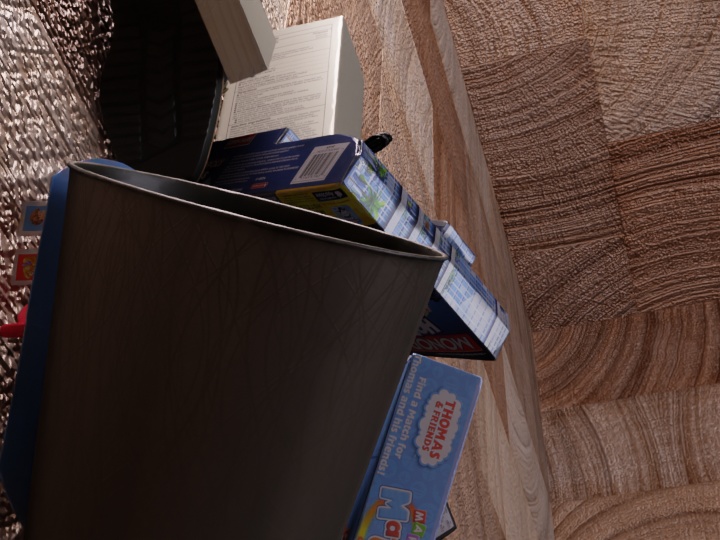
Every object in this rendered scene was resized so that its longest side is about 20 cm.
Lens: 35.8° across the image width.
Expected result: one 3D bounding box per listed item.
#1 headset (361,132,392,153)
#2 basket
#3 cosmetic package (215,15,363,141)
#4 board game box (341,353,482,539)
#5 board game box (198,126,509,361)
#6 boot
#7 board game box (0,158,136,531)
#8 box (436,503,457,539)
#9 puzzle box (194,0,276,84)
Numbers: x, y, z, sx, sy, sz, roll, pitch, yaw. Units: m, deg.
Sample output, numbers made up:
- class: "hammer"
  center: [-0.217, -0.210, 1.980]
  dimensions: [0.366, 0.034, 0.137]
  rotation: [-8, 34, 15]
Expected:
- class: "headset"
  center: [0.012, -0.029, 0.918]
  dimensions: [0.123, 0.094, 0.200]
  rotation: [39, 24, -44]
- class: "basket"
  center: [-0.066, 0.070, 0.448]
  dimensions: [0.136, 0.180, 0.200]
  rotation: [9, 97, -40]
- class: "cosmetic package"
  center: [-0.055, -0.113, 0.900]
  dimensions: [0.200, 0.103, 0.073]
  rotation: [-86, 161, -46]
- class: "board game box"
  center: [0.002, 0.131, 0.528]
  dimensions: [0.200, 0.037, 0.151]
  rotation: [110, -2, -75]
- class: "board game box"
  center: [0.000, 0.000, 0.702]
  dimensions: [0.200, 0.200, 0.062]
  rotation: [47, 62, -29]
- class: "boot"
  center: [-0.111, -0.122, 0.738]
  dimensions: [0.138, 0.077, 0.200]
  rotation: [61, 22, -67]
- class: "board game box"
  center: [-0.135, 0.048, 0.549]
  dimensions: [0.158, 0.039, 0.200]
  rotation: [48, 43, -63]
- class: "box"
  center: [-0.002, 0.114, 0.902]
  dimensions: [0.158, 0.048, 0.200]
  rotation: [47, -18, 51]
- class: "puzzle box"
  center: [-0.091, -0.194, 0.705]
  dimensions: [0.200, 0.025, 0.133]
  rotation: [-100, 168, -74]
